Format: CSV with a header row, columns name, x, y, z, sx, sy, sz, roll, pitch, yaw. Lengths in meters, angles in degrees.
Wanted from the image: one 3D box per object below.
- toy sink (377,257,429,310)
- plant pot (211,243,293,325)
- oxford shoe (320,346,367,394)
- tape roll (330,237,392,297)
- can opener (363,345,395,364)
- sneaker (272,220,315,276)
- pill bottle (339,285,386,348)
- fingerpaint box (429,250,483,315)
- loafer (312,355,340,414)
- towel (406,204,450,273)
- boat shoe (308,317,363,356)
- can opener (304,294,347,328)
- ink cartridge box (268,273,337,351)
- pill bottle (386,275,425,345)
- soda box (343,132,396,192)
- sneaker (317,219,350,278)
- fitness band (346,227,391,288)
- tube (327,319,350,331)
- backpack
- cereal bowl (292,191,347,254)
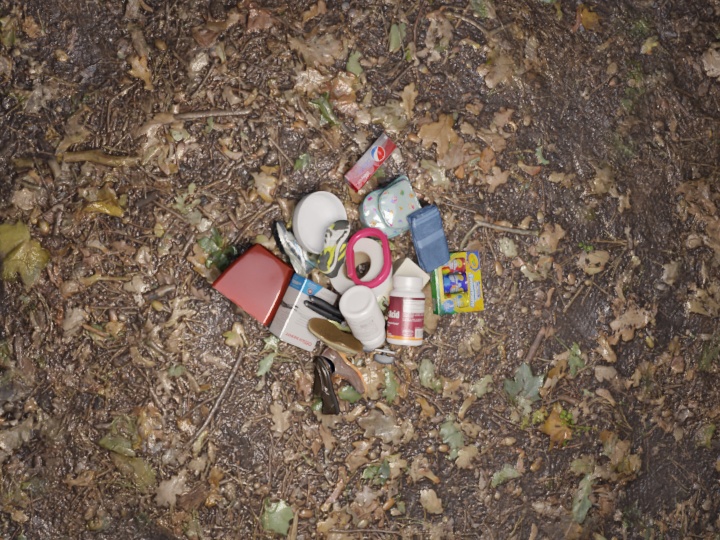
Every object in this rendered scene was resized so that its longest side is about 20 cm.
name,x,y,z,sx,sy,sz,roll,pitch,yaw
toy sink,0.120,0.072,1.720,0.111,0.130,0.201,39,83,-7
plant pot,-0.308,0.028,1.601,0.199,0.200,0.178,37,89,-4
oxford shoe,-0.056,0.334,1.707,0.073,0.071,0.201,-38,88,-34
tape roll,0.000,0.000,1.673,0.198,0.071,0.207,-12,59,21
can opener,0.022,0.272,1.739,0.195,0.053,0.069,10,89,-8
sneaker,-0.217,-0.077,1.704,0.085,0.077,0.203,-31,101,-20
pill bottle,0.014,0.149,1.596,0.112,0.202,0.116,-10,49,12
fingerpaint box,0.326,0.042,1.781,0.163,0.073,0.205,-5,90,-9
loafer,-0.124,0.382,1.703,0.070,0.073,0.204,-18,91,-8
towel,0.221,-0.103,1.677,0.110,0.049,0.203,-25,116,-12
boat shoe,-0.088,0.220,1.653,0.198,0.064,0.072,31,45,-17
can opener,-0.096,0.128,1.647,0.197,0.079,0.064,22,119,-36
ink cartridge box,-0.183,0.134,1.663,0.145,0.084,0.203,30,83,-40
pill bottle,0.140,0.121,1.601,0.111,0.114,0.205,4,89,-9
soda box,0.031,-0.358,1.743,0.070,0.063,0.201,42,84,-6
sneaker,-0.080,-0.068,1.657,0.073,0.085,0.203,13,64,21
fitness band,0.026,-0.039,1.618,0.141,0.037,0.204,-15,59,16
tube,-0.021,0.177,1.739,0.195,0.052,0.059,6,123,-13
backpack,0.097,-0.196,1.711,0.197,0.153,0.179,-27,99,-5
cereal bowl,-0.141,-0.153,1.685,0.197,0.082,0.206,-2,94,-40
